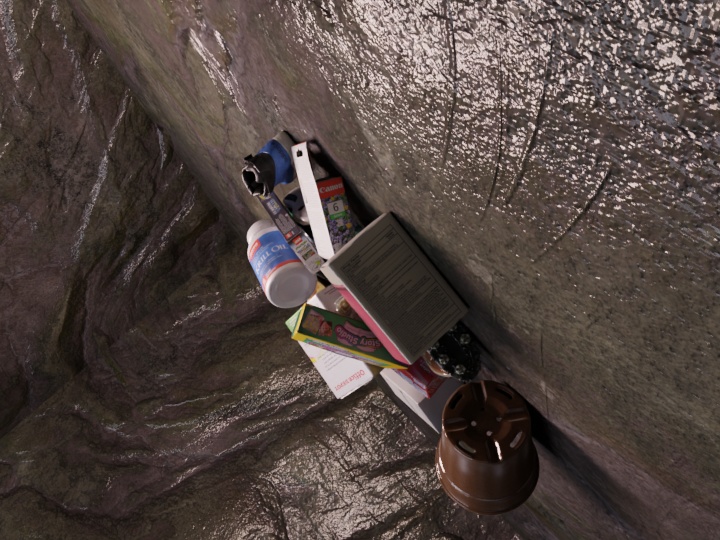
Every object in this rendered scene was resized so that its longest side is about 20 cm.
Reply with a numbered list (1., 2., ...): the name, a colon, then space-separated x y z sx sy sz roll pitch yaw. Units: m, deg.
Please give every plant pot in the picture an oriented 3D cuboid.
1. plant pot: 0.228 0.311 1.106 0.200 0.200 0.199 41 160 35

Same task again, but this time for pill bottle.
1. pill bottle: -0.176 -0.023 1.291 0.200 0.112 0.113 53 176 45

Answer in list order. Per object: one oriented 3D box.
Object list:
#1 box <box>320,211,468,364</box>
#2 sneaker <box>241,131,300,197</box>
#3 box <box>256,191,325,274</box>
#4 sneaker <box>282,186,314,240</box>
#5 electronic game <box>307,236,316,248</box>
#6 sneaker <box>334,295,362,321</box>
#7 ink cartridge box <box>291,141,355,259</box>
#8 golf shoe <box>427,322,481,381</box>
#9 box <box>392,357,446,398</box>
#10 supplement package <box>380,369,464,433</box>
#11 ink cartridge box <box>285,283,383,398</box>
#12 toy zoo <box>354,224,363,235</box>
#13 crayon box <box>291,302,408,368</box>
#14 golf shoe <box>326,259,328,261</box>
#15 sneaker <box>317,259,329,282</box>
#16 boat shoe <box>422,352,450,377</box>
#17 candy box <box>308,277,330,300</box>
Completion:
1. box: 0.049 0.029 0.958 0.200 0.128 0.109 50 170 -5
2. sneaker: -0.175 -0.187 1.156 0.077 0.111 0.200 49 170 -4
3. box: -0.144 -0.089 1.207 0.200 0.035 0.110 52 178 42
4. sneaker: -0.086 -0.102 1.224 0.112 0.073 0.200 52 178 -26
5. electronic game: -0.123 -0.081 1.511 0.200 0.042 0.200 47 169 12
6. sneaker: 0.004 0.036 1.093 0.074 0.115 0.200 44 167 29
7. ink cartridge box: -0.060 -0.121 1.037 0.109 0.050 0.202 -160 55 -69
8. golf shoe: 0.134 0.112 1.059 0.200 0.077 0.088 48 173 20
9. box: 0.096 0.167 1.297 0.199 0.096 0.100 36 165 25
10. supplement package: 0.145 0.260 1.419 0.117 0.117 0.200 55 167 -30
11. ink cartridge box: -0.043 0.143 1.256 0.201 0.084 0.145 54 136 5
12. toy zoo: 0.045 -0.008 1.138 0.201 0.020 0.131 54 168 -24
13. crayon box: -0.019 0.121 1.089 0.198 0.059 0.173 18 168 -6
14. golf shoe: 0.000 0.000 1.223 0.092 0.073 0.200 36 176 27
15. sneaker: -0.022 0.019 1.388 0.199 0.077 0.114 32 -170 4
16. boat shoe: 0.137 0.137 1.137 0.072 0.076 0.200 55 166 -23
17. candy box: -0.081 0.057 1.389 0.200 0.055 0.115 39 -176 13
